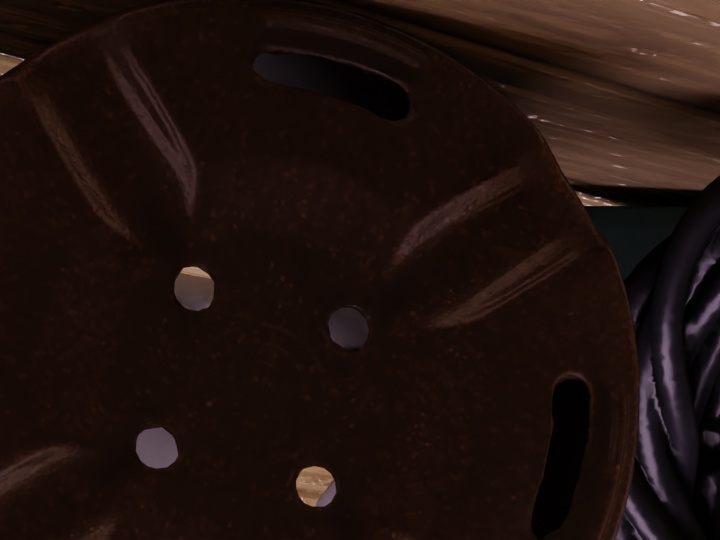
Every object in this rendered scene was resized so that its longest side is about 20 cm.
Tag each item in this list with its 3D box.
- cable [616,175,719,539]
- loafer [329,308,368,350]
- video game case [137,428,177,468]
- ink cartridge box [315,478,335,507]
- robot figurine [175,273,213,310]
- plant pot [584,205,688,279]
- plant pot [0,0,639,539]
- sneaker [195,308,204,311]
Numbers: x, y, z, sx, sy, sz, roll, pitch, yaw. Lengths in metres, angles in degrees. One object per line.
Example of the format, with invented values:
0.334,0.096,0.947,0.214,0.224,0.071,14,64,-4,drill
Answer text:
0.125,0.056,0.550,0.163,0.200,0.051,29,-136,17,cable
0.000,0.000,0.893,0.072,0.063,0.200,-22,-169,-18,loafer
-0.178,0.038,0.914,0.181,0.046,0.200,1,-167,-39,video game case
0.111,0.118,1.099,0.200,0.146,0.145,9,133,-38,ink cartridge box
-0.162,0.027,1.150,0.199,0.113,0.170,8,-165,13,robot figurine
0.155,0.056,0.688,0.141,0.142,0.200,13,169,-39,plant pot
-0.038,0.038,0.560,0.200,0.201,0.198,10,169,-12,plant pot
-0.060,0.043,1.014,0.078,0.200,0.070,53,179,-12,sneaker
